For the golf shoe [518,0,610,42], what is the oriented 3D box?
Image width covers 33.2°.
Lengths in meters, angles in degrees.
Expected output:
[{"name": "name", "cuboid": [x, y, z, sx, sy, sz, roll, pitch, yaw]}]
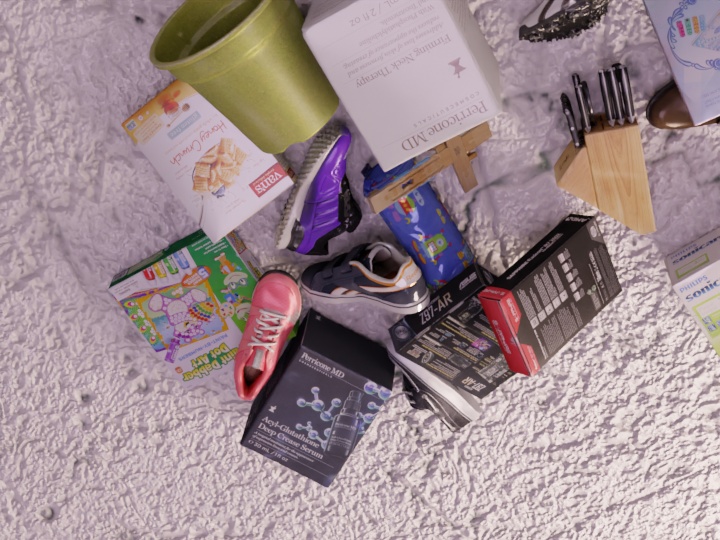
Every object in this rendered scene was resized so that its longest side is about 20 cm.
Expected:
[{"name": "golf shoe", "cuboid": [0.267, -0.348, 1.456, 0.200, 0.078, 0.095, -29, 72, 36]}]

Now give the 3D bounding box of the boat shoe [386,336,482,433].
[{"name": "boat shoe", "cuboid": [0.091, 0.166, 1.719, 0.068, 0.072, 0.200, -40, 127, 11]}]

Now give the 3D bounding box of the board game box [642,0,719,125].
[{"name": "board game box", "cuboid": [0.452, -0.302, 1.429, 0.199, 0.043, 0.200, -22, 88, 17]}]

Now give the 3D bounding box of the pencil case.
[{"name": "pencil case", "cuboid": [0.077, -0.062, 1.611, 0.087, 0.078, 0.200, -36, 111, -4]}]

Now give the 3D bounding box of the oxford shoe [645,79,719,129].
[{"name": "oxford shoe", "cuboid": [0.454, -0.214, 1.495, 0.199, 0.085, 0.073, -15, 117, 14]}]

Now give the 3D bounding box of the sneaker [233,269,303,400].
[{"name": "sneaker", "cuboid": [-0.128, 0.095, 1.663, 0.073, 0.087, 0.201, 16, 118, -5]}]

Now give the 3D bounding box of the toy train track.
[{"name": "toy train track", "cuboid": [0.084, -0.135, 1.550, 0.200, 0.032, 0.115, -35, 116, -22]}]

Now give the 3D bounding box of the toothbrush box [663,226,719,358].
[{"name": "toothbrush box", "cuboid": [0.524, 0.040, 1.622, 0.145, 0.086, 0.200, -31, 110, 19]}]

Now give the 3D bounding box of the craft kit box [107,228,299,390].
[{"name": "craft kit box", "cuboid": [-0.222, 0.051, 1.720, 0.199, 0.049, 0.198, -27, 115, 18]}]

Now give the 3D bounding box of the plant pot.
[{"name": "plant pot", "cuboid": [-0.124, -0.252, 1.483, 0.200, 0.201, 0.184, -27, 124, 18]}]

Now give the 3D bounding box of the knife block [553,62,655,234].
[{"name": "knife block", "cuboid": [0.334, -0.165, 1.542, 0.199, 0.064, 0.176, 29, 117, -10]}]

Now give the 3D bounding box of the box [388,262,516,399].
[{"name": "box", "cuboid": [0.162, 0.087, 1.656, 0.160, 0.044, 0.200, -39, 135, 23]}]

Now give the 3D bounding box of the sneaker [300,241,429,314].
[{"name": "sneaker", "cuboid": [0.000, 0.000, 1.625, 0.199, 0.078, 0.080, 7, 129, 32]}]

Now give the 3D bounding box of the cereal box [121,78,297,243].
[{"name": "cereal box", "cuboid": [-0.197, -0.156, 1.588, 0.144, 0.040, 0.200, -35, 100, 16]}]

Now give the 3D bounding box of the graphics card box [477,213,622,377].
[{"name": "graphics card box", "cuboid": [0.253, 0.030, 1.592, 0.200, 0.051, 0.126, -39, 117, -25]}]

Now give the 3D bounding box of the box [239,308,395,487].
[{"name": "box", "cuboid": [-0.059, 0.185, 1.739, 0.148, 0.107, 0.201, 27, 116, -9]}]

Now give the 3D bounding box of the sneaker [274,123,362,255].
[{"name": "sneaker", "cuboid": [-0.038, -0.101, 1.613, 0.099, 0.070, 0.201, 20, 122, -13]}]

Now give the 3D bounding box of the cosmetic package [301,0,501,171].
[{"name": "cosmetic package", "cuboid": [0.055, -0.266, 1.457, 0.167, 0.167, 0.201, -25, 114, 17]}]
